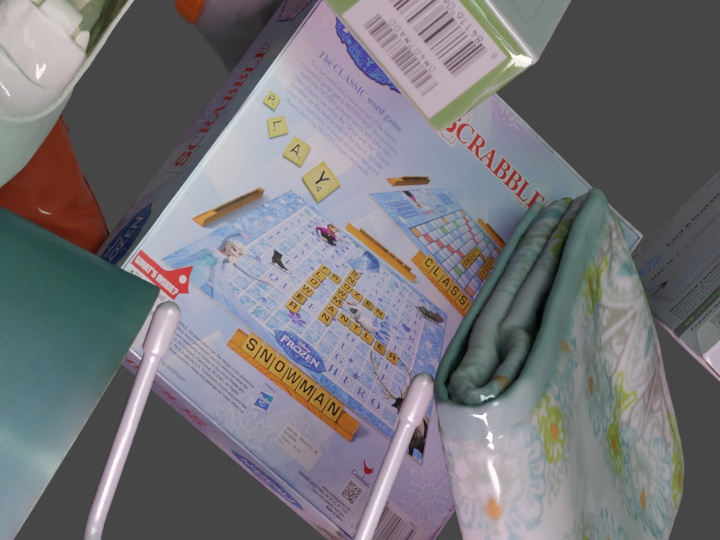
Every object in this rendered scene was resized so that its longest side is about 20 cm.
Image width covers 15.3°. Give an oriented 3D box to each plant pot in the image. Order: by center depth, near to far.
[{"bbox_3d":[-0.197,0.048,1.037,0.160,0.201,0.201,33,64,-5],"label":"plant pot"}]

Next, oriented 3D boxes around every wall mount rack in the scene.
[{"bbox_3d":[-0.042,0.116,1.027,0.199,0.074,0.175,17,59,-27],"label":"wall mount rack"}]

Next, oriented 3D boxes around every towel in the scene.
[{"bbox_3d":[0.089,0.079,1.138,0.200,0.048,0.172,-56,135,-56],"label":"towel"}]

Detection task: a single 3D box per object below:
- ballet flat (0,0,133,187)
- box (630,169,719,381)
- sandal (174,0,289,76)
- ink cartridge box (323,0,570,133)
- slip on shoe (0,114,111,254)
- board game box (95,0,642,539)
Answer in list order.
[{"bbox_3d":[-0.125,-0.113,1.114,0.069,0.069,0.201,42,57,-14],"label":"ballet flat"},{"bbox_3d":[0.201,-0.021,1.233,0.156,0.200,0.041,-44,102,2],"label":"box"},{"bbox_3d":[-0.047,-0.138,1.228,0.059,0.079,0.208,-46,113,-43],"label":"sandal"},{"bbox_3d":[0.044,-0.149,1.178,0.104,0.059,0.200,49,28,-10],"label":"ink cartridge box"},{"bbox_3d":[-0.157,-0.059,1.155,0.074,0.061,0.201,-27,93,-32],"label":"slip on shoe"},{"bbox_3d":[0.000,0.000,1.190,0.200,0.041,0.200,43,75,-23],"label":"board game box"}]
